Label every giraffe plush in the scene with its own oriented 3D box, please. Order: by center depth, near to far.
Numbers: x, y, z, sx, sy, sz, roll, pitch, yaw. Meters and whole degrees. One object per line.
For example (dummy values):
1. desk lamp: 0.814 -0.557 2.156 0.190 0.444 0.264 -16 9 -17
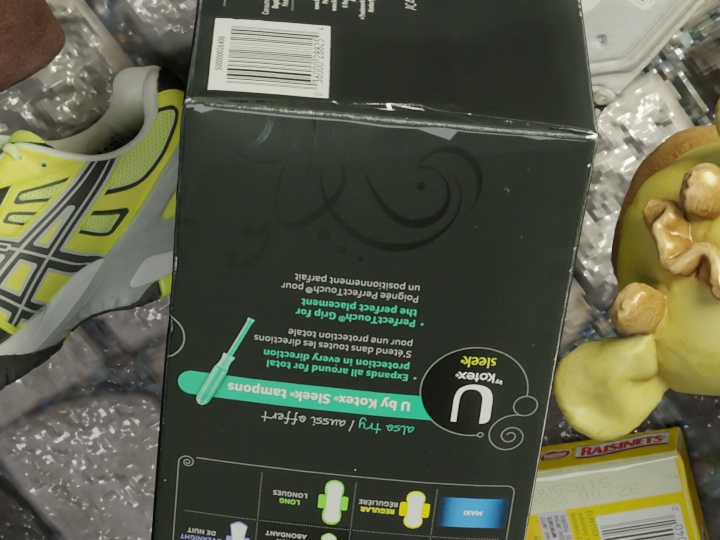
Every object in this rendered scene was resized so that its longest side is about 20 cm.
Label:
1. giraffe plush: 0.146 0.012 0.815 0.162 0.200 0.173 19 84 -20

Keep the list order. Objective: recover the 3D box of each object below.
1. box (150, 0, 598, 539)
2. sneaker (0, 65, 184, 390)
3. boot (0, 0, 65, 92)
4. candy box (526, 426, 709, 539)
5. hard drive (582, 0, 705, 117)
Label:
1. box: 0.000 0.000 0.820 0.124 0.149 0.200 5 124 -2
2. sneaker: -0.133 -0.006 0.901 0.075 0.200 0.077 11 127 53
3. boot: -0.137 -0.131 0.854 0.200 0.072 0.166 -27 145 6
4. candy box: 0.102 0.159 1.018 0.102 0.026 0.200 -8 116 17
5. hard drive: 0.079 -0.151 0.821 0.140 0.038 0.200 29 128 -18
